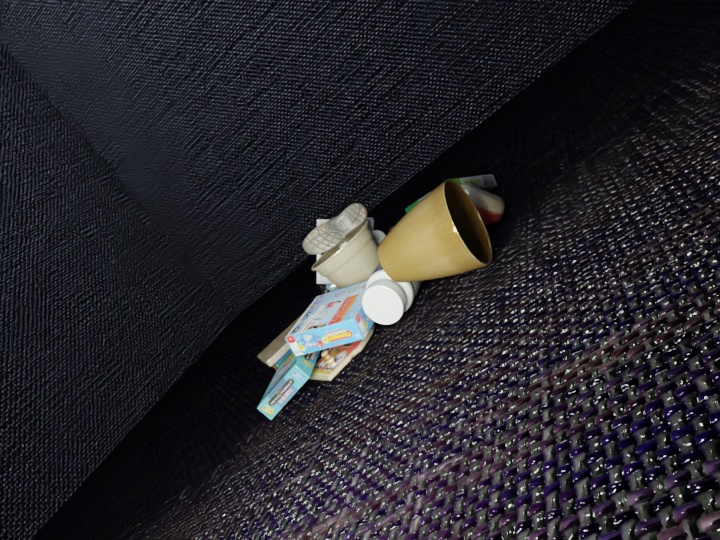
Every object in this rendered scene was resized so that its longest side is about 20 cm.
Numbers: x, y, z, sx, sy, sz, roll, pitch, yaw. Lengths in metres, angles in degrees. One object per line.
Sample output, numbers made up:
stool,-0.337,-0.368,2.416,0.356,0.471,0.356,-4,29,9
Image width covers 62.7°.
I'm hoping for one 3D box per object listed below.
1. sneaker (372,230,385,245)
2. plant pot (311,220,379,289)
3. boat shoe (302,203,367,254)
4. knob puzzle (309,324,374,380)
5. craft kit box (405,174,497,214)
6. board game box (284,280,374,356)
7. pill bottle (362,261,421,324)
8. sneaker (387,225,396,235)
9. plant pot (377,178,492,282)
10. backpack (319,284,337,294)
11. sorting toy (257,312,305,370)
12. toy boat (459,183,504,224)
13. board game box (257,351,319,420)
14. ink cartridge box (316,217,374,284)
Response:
sneaker,0.010,-0.032,1.721,0.202,0.076,0.082,-60,4,12
plant pot,0.000,0.000,1.593,0.200,0.184,0.201,-39,9,7
boat shoe,-0.066,-0.106,1.601,0.198,0.075,0.073,-32,-1,0
knob puzzle,-0.042,0.179,1.408,0.219,0.031,0.220,-40,9,7
craft kit box,0.264,-0.212,1.719,0.196,0.049,0.199,-10,-13,-40
board game box,-0.052,0.108,1.405,0.194,0.056,0.200,-17,19,28
pill bottle,0.077,0.031,1.355,0.113,0.114,0.200,-34,11,32
sneaker,0.131,-0.094,1.719,0.088,0.074,0.200,-34,-15,-13
plant pot,0.139,-0.059,1.218,0.198,0.188,0.187,-26,15,28
backpack,-0.040,0.001,1.955,0.198,0.155,0.163,-25,5,9
sorting toy,-0.195,0.216,1.729,0.199,0.070,0.200,-43,9,-15
toy boat,0.263,-0.132,1.439,0.200,0.129,0.133,-142,72,-81
board game box,-0.167,0.251,1.445,0.151,0.047,0.200,-49,6,17
ink cartridge box,-0.047,-0.058,1.781,0.171,0.203,0.044,0,12,-4
